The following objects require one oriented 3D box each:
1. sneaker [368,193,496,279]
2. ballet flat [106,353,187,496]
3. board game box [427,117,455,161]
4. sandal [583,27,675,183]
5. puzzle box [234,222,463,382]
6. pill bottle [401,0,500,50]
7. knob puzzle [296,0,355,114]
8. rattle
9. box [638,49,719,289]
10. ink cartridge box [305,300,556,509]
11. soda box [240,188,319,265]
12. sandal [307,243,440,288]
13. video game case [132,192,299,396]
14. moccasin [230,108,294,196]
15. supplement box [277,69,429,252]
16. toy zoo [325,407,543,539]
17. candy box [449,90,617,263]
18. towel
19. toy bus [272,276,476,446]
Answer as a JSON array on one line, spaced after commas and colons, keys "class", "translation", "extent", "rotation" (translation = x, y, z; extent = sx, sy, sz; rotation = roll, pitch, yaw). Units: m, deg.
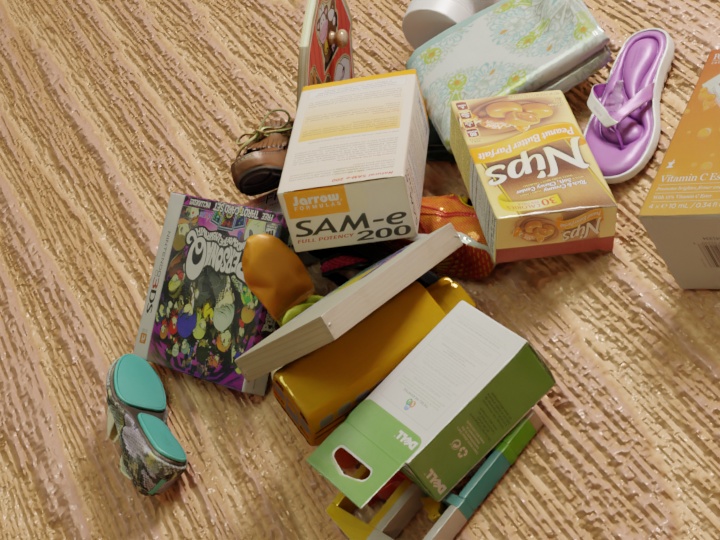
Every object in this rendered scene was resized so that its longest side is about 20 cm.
[{"class": "sneaker", "translation": [0.070, -0.040, 1.665], "extent": [0.199, 0.073, 0.077], "rotation": [15, 51, 38]}, {"class": "ballet flat", "translation": [-0.227, 0.159, 1.704], "extent": [0.072, 0.072, 0.201], "rotation": [-36, 34, 3]}, {"class": "board game box", "translation": [0.114, -0.172, 1.794], "extent": [0.199, 0.028, 0.136], "rotation": [2, 51, 42]}, {"class": "sandal", "translation": [0.253, -0.168, 1.648], "extent": [0.082, 0.050, 0.204], "rotation": [-11, 44, 33]}, {"class": "puzzle box", "translation": [-0.008, 0.028, 1.515], "extent": [0.133, 0.026, 0.200], "rotation": [-29, 4, 47]}, {"class": "pill bottle", "translation": [0.120, -0.332, 1.893], "extent": [0.111, 0.112, 0.201], "rotation": [-2, 48, 40]}, {"class": "knob puzzle", "translation": [-0.029, -0.221, 1.824], "extent": [0.030, 0.221, 0.221], "rotation": [5, 50, 15]}, {"class": "rattle", "translation": [-0.042, 0.069, 1.579], "extent": [0.129, 0.144, 0.201], "rotation": [-10, 35, 7]}, {"class": "box", "translation": [0.340, -0.091, 1.446], "extent": [0.124, 0.098, 0.201], "rotation": [-1, 49, 41]}, {"class": "ink cartridge box", "translation": [0.060, 0.128, 1.448], "extent": [0.200, 0.059, 0.104], "rotation": [-44, 35, -9]}, {"class": "soda box", "translation": [-0.048, -0.056, 1.780], "extent": [0.199, 0.064, 0.069], "rotation": [-22, 38, 23]}, {"class": "sandal", "translation": [0.000, 0.000, 1.673], "extent": [0.199, 0.075, 0.045], "rotation": [21, 76, 48]}, {"class": "video game case", "translation": [-0.148, 0.021, 1.739], "extent": [0.199, 0.036, 0.183], "rotation": [13, 90, 48]}, {"class": "moccasin", "translation": [-0.094, -0.129, 1.812], "extent": [0.073, 0.078, 0.201], "rotation": [-20, 6, 22]}, {"class": "supplement box", "translation": [-0.003, -0.110, 1.667], "extent": [0.125, 0.074, 0.201], "rotation": [-7, 35, 12]}, {"class": "toy zoo", "translation": [0.053, 0.183, 1.464], "extent": [0.200, 0.021, 0.131], "rotation": [-49, 37, -15]}, {"class": "candy box", "translation": [0.160, -0.092, 1.601], "extent": [0.114, 0.056, 0.201], "rotation": [-7, 38, -7]}, {"class": "towel", "translation": [0.151, -0.219, 1.747], "extent": [0.199, 0.048, 0.172], "rotation": [-32, 34, 7]}, {"class": "toy bus", "translation": [0.018, 0.074, 1.519], "extent": [0.199, 0.078, 0.065], "rotation": [-33, 68, -17]}]
